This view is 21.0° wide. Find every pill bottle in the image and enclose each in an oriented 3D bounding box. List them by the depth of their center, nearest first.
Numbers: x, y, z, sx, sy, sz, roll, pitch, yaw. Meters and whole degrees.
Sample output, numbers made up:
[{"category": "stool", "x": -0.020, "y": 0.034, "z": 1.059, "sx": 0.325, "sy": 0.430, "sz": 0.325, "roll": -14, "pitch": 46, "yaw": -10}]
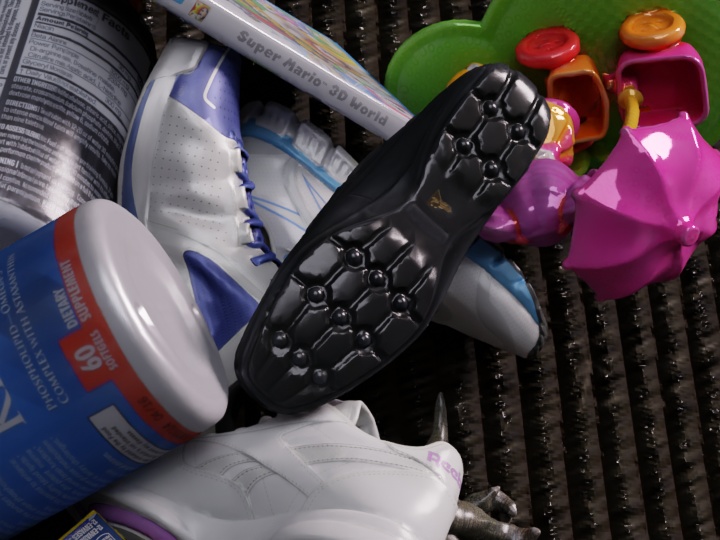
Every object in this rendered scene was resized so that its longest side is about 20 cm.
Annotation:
[{"category": "pill bottle", "x": -0.168, "y": 0.062, "z": 0.839, "sx": 0.200, "sy": 0.112, "sz": 0.112, "roll": -30, "pitch": 62, "yaw": 8}, {"category": "pill bottle", "x": -0.163, "y": -0.079, "z": 0.979, "sx": 0.106, "sy": 0.106, "sz": 0.200, "roll": 12, "pitch": 54, "yaw": -3}]

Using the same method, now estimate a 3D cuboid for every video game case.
[{"category": "video game case", "x": -0.066, "y": -0.133, "z": 0.985, "sx": 0.200, "sy": 0.018, "sz": 0.143, "roll": 28, "pitch": 12, "yaw": -34}]

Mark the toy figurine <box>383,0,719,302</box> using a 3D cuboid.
[{"category": "toy figurine", "x": 0.105, "y": -0.060, "z": 0.969, "sx": 0.199, "sy": 0.150, "sz": 0.184, "roll": -7, "pitch": 32, "yaw": 9}]

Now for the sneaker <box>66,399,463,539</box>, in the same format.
[{"category": "sneaker", "x": -0.044, "y": 0.103, "z": 0.872, "sx": 0.200, "sy": 0.075, "sz": 0.100, "roll": 6, "pitch": 46, "yaw": 30}]

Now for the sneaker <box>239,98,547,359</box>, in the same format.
[{"category": "sneaker", "x": 0.000, "y": 0.000, "z": 0.990, "sx": 0.200, "sy": 0.075, "sz": 0.087, "roll": 32, "pitch": 70, "yaw": 13}]

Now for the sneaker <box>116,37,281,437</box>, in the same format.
[{"category": "sneaker", "x": -0.064, "y": -0.002, "z": 0.937, "sx": 0.115, "sy": 0.081, "sz": 0.200, "roll": 11, "pitch": 79, "yaw": 2}]

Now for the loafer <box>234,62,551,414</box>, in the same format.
[{"category": "loafer", "x": 0.013, "y": -0.012, "z": 0.889, "sx": 0.068, "sy": 0.070, "sz": 0.201, "roll": 43, "pitch": 70, "yaw": -9}]

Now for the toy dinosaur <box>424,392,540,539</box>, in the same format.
[{"category": "toy dinosaur", "x": 0.027, "y": 0.130, "z": 0.894, "sx": 0.102, "sy": 0.077, "sz": 0.200, "roll": 15, "pitch": 58, "yaw": -16}]

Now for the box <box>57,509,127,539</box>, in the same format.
[{"category": "box", "x": -0.165, "y": 0.194, "z": 0.814, "sx": 0.064, "sy": 0.070, "sz": 0.200, "roll": 42, "pitch": 59, "yaw": 14}]
